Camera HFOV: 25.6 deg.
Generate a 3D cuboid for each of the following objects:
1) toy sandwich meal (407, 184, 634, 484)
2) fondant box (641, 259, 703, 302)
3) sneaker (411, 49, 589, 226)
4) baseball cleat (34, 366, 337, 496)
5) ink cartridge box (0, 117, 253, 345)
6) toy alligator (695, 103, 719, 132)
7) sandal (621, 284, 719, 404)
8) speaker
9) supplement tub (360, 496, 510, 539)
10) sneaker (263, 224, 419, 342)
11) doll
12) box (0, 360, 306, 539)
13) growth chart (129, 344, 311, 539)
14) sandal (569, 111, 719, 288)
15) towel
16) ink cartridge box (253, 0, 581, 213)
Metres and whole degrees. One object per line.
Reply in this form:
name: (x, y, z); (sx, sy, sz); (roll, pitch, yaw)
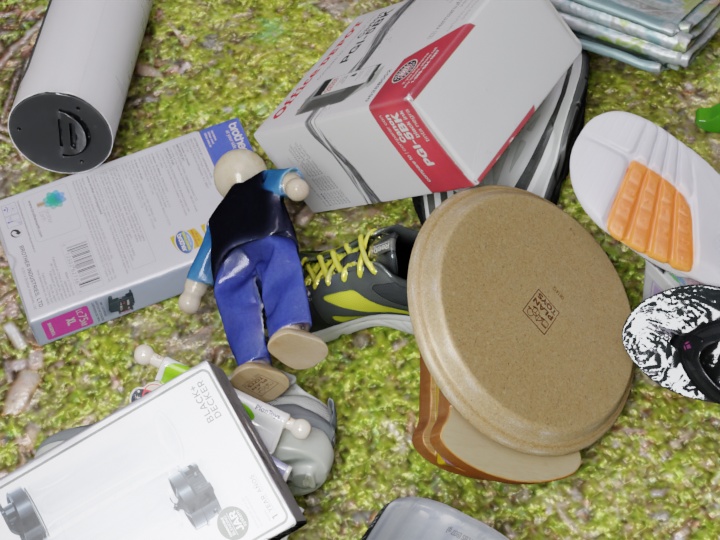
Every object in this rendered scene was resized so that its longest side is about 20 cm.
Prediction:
toy sandwich meal: (0.099, 0.044, 1.045); (0.205, 0.070, 0.206); (14, 63, -29)
fondant box: (0.317, 0.004, 1.100); (0.200, 0.058, 0.144); (-31, 58, -16)
sneaker: (0.099, -0.094, 1.175); (0.115, 0.076, 0.201); (15, 61, 13)
baseball cleat: (-0.115, 0.113, 1.070); (0.199, 0.070, 0.107); (2, 40, 4)
ink cartridge box: (-0.163, -0.031, 1.177); (0.200, 0.042, 0.120); (-22, 56, -7)
toy alligator: (0.353, -0.118, 1.182); (0.199, 0.054, 0.059); (6, 57, 9)
sandal: (0.259, 0.062, 0.998); (0.200, 0.048, 0.076); (22, 95, 22)
speaker: (-0.213, -0.168, 1.230); (0.081, 0.081, 0.200); (0, 46, 5)
supplement tub: (0.017, 0.244, 0.923); (0.122, 0.123, 0.200); (24, 61, 20)
sneaker: (0.000, 0.000, 1.114); (0.199, 0.085, 0.075); (-2, 55, 4)
doll: (-0.076, -0.008, 1.084); (0.136, 0.048, 0.200); (-41, 43, 29)
box: (-0.148, 0.154, 0.965); (0.200, 0.060, 0.117); (-31, 80, -1)
growth chart: (-0.108, 0.163, 1.000); (0.144, 0.018, 0.201); (19, 83, 8)
sandal: (0.226, -0.024, 1.065); (0.206, 0.059, 0.079); (35, 84, 3)
towel: (0.189, -0.223, 1.244); (0.200, 0.048, 0.171); (24, 36, 19)
ink cartridge box: (0.036, -0.126, 1.130); (0.200, 0.083, 0.147); (-7, 40, 55)
